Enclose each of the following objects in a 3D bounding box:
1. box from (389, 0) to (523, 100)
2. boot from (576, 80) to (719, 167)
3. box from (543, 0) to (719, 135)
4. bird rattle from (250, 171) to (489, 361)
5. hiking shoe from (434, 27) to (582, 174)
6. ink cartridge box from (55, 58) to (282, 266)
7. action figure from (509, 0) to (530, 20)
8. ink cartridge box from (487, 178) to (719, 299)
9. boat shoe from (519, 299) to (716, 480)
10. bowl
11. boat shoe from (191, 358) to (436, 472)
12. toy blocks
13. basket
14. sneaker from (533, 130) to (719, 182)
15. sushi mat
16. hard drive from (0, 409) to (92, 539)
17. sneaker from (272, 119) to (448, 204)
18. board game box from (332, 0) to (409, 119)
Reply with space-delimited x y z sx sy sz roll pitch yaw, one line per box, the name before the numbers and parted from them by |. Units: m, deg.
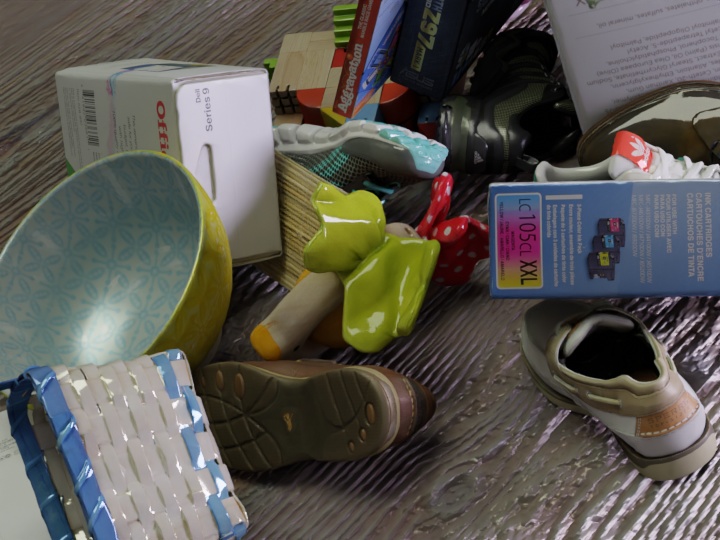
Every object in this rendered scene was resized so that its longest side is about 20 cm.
box | 0.094 -0.245 1.596 0.051 0.158 0.200 22 37 12
boot | 0.249 -0.084 1.441 0.199 0.075 0.097 -11 28 13
box | 0.250 -0.204 1.541 0.199 0.172 0.199 -12 31 14
bird rattle | 0.000 0.000 1.411 0.163 0.113 0.200 -40 -3 19
hiking shoe | 0.130 -0.123 1.603 0.100 0.076 0.200 17 38 17
ink cartridge box | -0.149 -0.084 1.584 0.087 0.146 0.200 -12 13 -30
action figure | 0.167 -0.262 1.771 0.199 0.150 0.134 -1 5 -17
ink cartridge box | 0.186 -0.022 1.298 0.199 0.077 0.136 -2 2 11
boat shoe | 0.153 0.054 1.277 0.075 0.069 0.200 -30 29 -11
bowl | -0.159 0.028 1.449 0.200 0.108 0.201 -20 51 27
boat shoe | -0.036 0.093 1.348 0.200 0.072 0.067 -3 0 43
toy blocks | 0.003 -0.137 1.682 0.199 0.100 0.137 -4 45 17
basket | -0.181 0.143 1.237 0.199 0.177 0.139 -14 -14 -24
sneaker | 0.208 -0.049 1.388 0.199 0.094 0.070 -7 32 24
sushi mat | -0.059 -0.039 1.552 0.012 0.096 0.200 -4 21 -29
hard drive | -0.235 0.156 1.400 0.132 0.027 0.200 -22 29 -3
sneaker | -0.006 -0.062 1.548 0.077 0.092 0.200 14 -7 -32
board game box | 0.033 -0.201 1.571 0.019 0.103 0.200 21 34 12
